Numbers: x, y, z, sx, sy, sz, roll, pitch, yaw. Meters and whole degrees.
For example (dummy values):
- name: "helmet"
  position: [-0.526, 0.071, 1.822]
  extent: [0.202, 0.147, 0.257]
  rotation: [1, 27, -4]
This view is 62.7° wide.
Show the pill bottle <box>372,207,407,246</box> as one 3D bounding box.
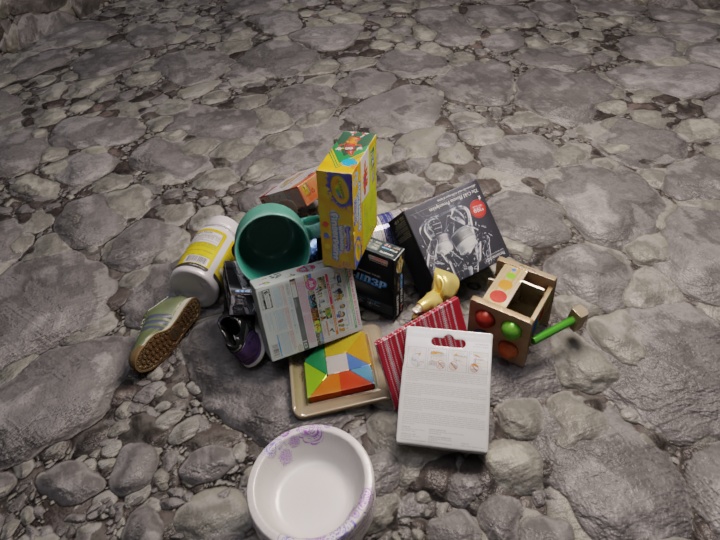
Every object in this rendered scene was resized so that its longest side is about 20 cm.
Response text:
- name: "pill bottle"
  position: [0.030, -0.069, 1.360]
  extent: [0.195, 0.113, 0.112]
  rotation: [-14, 43, -9]

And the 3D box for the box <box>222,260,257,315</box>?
- name: "box"
  position: [-0.186, 0.036, 1.249]
  extent: [0.195, 0.051, 0.158]
  rotation: [2, 25, -19]

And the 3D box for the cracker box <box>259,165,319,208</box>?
- name: "cracker box"
  position: [-0.154, -0.207, 1.499]
  extent: [0.134, 0.059, 0.198]
  rotation: [-41, 21, -32]

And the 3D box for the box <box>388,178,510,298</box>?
- name: "box"
  position: [0.191, -0.069, 1.282]
  extent: [0.197, 0.104, 0.186]
  rotation: [-24, 88, -19]

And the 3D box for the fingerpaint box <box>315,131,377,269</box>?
- name: "fingerpaint box"
  position: [-0.022, -0.135, 1.128]
  extent: [0.071, 0.204, 0.168]
  rotation: [8, 38, 14]

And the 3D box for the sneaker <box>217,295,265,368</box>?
- name: "sneaker"
  position: [-0.253, 0.098, 1.209]
  extent: [0.075, 0.088, 0.201]
  rotation: [-38, 45, 6]

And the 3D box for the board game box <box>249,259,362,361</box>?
- name: "board game box"
  position: [-0.104, 0.070, 1.161]
  extent: [0.196, 0.151, 0.064]
  rotation: [-16, 18, -18]

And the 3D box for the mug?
- name: "mug"
  position: [-0.167, -0.056, 1.208]
  extent: [0.180, 0.156, 0.115]
  rotation: [9, 18, -16]

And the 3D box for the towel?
- name: "towel"
  position: [0.124, 0.152, 1.102]
  extent: [0.197, 0.148, 0.022]
  rotation: [-26, 18, -22]

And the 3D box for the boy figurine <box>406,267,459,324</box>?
- name: "boy figurine"
  position: [0.121, 0.081, 1.153]
  extent: [0.064, 0.125, 0.202]
  rotation: [34, 83, 19]

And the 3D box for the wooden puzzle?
- name: "wooden puzzle"
  position: [-0.041, 0.187, 1.148]
  extent: [0.195, 0.038, 0.187]
  rotation: [-9, 43, -4]

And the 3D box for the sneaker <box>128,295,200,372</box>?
- name: "sneaker"
  position: [-0.427, 0.126, 1.236]
  extent: [0.088, 0.068, 0.201]
  rotation: [10, 44, 27]

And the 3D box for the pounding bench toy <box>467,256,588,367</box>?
- name: "pounding bench toy"
  position: [0.322, 0.097, 1.143]
  extent: [0.197, 0.126, 0.156]
  rotation: [22, 49, 26]

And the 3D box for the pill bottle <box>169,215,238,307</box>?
- name: "pill bottle"
  position: [-0.343, -0.026, 1.348]
  extent: [0.111, 0.116, 0.202]
  rotation: [5, 43, 11]

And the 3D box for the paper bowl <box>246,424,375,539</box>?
- name: "paper bowl"
  position: [-0.073, 0.354, 0.921]
  extent: [0.195, 0.106, 0.203]
  rotation: [-3, 43, 3]

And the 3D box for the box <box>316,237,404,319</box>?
- name: "box"
  position: [0.000, 0.000, 1.251]
  extent: [0.197, 0.162, 0.046]
  rotation: [21, 43, 26]

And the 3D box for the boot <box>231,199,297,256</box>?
- name: "boot"
  position: [-0.201, -0.103, 1.362]
  extent: [0.184, 0.065, 0.200]
  rotation: [-35, 3, 11]

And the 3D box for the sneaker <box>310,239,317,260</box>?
- name: "sneaker"
  position: [-0.138, -0.031, 1.376]
  extent: [0.196, 0.067, 0.079]
  rotation: [-18, 53, -12]

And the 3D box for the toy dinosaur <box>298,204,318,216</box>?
- name: "toy dinosaur"
  position: [-0.098, -0.135, 1.500]
  extent: [0.197, 0.059, 0.102]
  rotation: [-30, 63, -16]

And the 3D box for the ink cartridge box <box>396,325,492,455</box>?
- name: "ink cartridge box"
  position: [0.148, 0.209, 1.036]
  extent: [0.158, 0.050, 0.205]
  rotation: [4, 70, 10]
